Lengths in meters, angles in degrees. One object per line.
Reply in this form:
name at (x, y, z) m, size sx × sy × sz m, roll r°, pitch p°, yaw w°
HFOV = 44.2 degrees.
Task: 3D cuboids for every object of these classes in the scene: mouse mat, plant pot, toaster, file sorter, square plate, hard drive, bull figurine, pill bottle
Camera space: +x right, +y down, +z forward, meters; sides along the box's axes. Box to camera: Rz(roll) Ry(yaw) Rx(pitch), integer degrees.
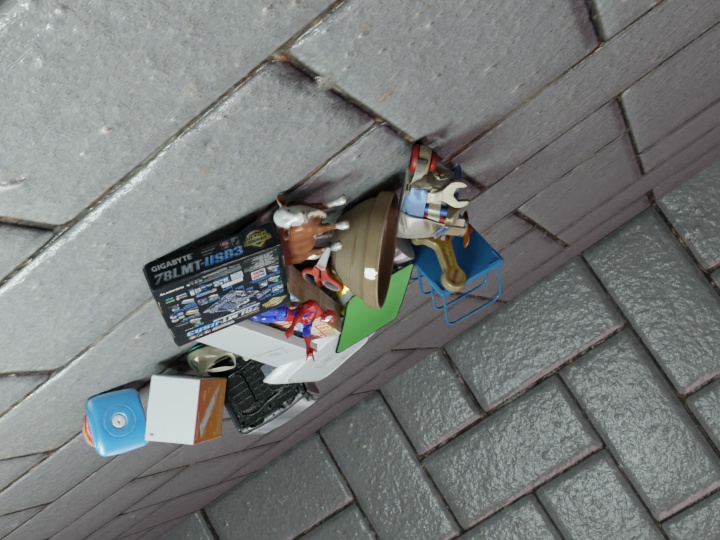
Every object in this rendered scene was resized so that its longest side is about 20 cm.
mouse mat at (0.026, 0.072, 1.676) m, size 0.161 × 0.008 × 0.200 m, roll -29°, pitch 153°, yaw -27°
plant pot at (0.004, -0.039, 1.513) m, size 0.093 × 0.201 × 0.201 m, roll 7°, pitch 169°, yaw 10°
toaster at (-0.202, 0.247, 1.909) m, size 0.181 × 0.200 × 0.119 m, roll -34°, pitch 161°, yaw 7°
file sorter at (0.169, -0.013, 1.742) m, size 0.139 × 0.200 × 0.123 m, roll -29°, pitch 141°, yaw -12°
square plate at (-0.068, 0.165, 1.756) m, size 0.200 × 0.028 × 0.198 m, roll -42°, pitch 157°, yaw 19°
hard drive at (-0.196, 0.126, 1.598) m, size 0.200 × 0.027 × 0.132 m, roll 23°, pitch 151°, yaw -36°
bull figurine at (-0.084, -0.065, 1.365) m, size 0.121 × 0.065 × 0.200 m, roll -10°, pitch 163°, yaw -16°
pill bottle at (0.000, 0.000, 1.678) m, size 0.200 × 0.113 × 0.113 m, roll -37°, pitch 165°, yaw 20°

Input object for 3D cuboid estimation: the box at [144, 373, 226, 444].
box at (-0.339, 0.269, 1.747) m, size 0.097 × 0.124 × 0.200 m, roll 4°, pitch 175°, yaw 7°

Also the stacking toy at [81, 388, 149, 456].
stacking toy at (-0.500, 0.306, 1.728) m, size 0.110 × 0.116 × 0.200 m, roll -11°, pitch 170°, yaw -35°

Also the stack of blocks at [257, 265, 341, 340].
stack of blocks at (-0.128, 0.064, 1.569) m, size 0.115 × 0.059 × 0.200 m, roll -14°, pitch 151°, yaw 20°

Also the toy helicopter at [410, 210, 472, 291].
toy helicopter at (0.160, -0.054, 1.651) m, size 0.132 × 0.200 × 0.079 m, roll -7°, pitch 156°, yaw -21°

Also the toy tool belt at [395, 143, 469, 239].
toy tool belt at (0.132, -0.128, 1.477) m, size 0.123 × 0.125 × 0.200 m, roll 9°, pitch 144°, yaw -2°

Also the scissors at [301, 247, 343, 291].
scissors at (-0.070, -0.006, 1.436) m, size 0.200 × 0.073 × 0.014 m, roll 75°, pitch 35°, yaw -69°

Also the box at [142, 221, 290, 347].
box at (-0.210, 0.025, 1.345) m, size 0.200 × 0.050 × 0.199 m, roll -21°, pitch 155°, yaw -10°

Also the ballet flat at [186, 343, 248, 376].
ballet flat at (-0.254, 0.161, 1.779) m, size 0.200 × 0.069 × 0.069 m, roll -21°, pitch 162°, yaw -37°

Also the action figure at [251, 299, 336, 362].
action figure at (-0.138, 0.095, 1.466) m, size 0.200 × 0.099 × 0.065 m, roll 0°, pitch 152°, yaw -8°

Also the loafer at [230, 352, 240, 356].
loafer at (-0.188, 0.082, 1.700) m, size 0.072 × 0.063 × 0.200 m, roll 27°, pitch 118°, yaw -39°
